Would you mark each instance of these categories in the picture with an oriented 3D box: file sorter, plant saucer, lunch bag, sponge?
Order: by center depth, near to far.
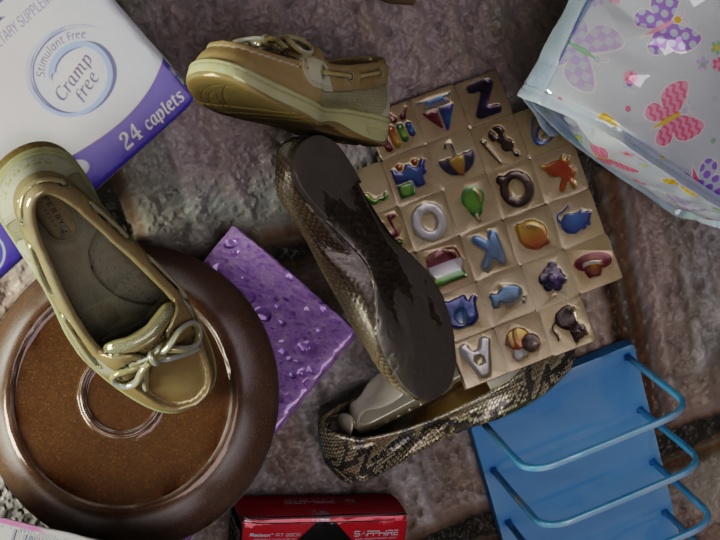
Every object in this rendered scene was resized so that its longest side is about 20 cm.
[{"bbox_3d":[-0.153,0.081,0.971,0.199,0.032,0.202,0,83,2],"label":"plant saucer"},{"bbox_3d":[0.213,-0.142,0.998,0.199,0.127,0.170,27,89,-31],"label":"lunch bag"},{"bbox_3d":[-0.105,0.082,0.999,0.111,0.030,0.200,39,87,5],"label":"sponge"},{"bbox_3d":[0.180,0.181,1.095,0.138,0.123,0.201,-21,110,-10],"label":"file sorter"}]

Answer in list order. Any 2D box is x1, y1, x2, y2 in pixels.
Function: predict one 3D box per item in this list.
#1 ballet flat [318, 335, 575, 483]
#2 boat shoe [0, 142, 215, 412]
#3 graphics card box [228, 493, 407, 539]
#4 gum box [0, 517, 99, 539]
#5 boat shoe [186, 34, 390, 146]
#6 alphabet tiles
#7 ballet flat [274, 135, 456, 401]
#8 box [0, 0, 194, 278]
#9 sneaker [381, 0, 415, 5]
[{"bbox_3d":[0.060,0.082,1.056,0.199,0.068,0.075,-26,135,-5],"label":"ballet flat"},{"bbox_3d":[-0.144,0.016,0.876,0.073,0.063,0.201,-32,122,-7],"label":"boat shoe"},{"bbox_3d":[-0.039,0.263,1.096,0.125,0.051,0.201,1,105,-16],"label":"graphics card box"},{"bbox_3d":[-0.191,0.201,0.936,0.199,0.114,0.067,12,73,7],"label":"gum box"},{"bbox_3d":[-0.038,-0.120,0.925,0.200,0.073,0.064,9,90,-59],"label":"boat shoe"},{"bbox_3d":[0.083,-0.029,1.029,0.166,0.006,0.201,-20,89,-9],"label":"alphabet tiles"},{"bbox_3d":[0.000,0.000,0.980,0.067,0.046,0.201,-45,112,-33],"label":"ballet flat"},{"bbox_3d":[-0.235,-0.123,0.896,0.184,0.105,0.200,-42,112,-1],"label":"box"},{"bbox_3d":[-0.001,-0.272,0.943,0.089,0.067,0.201,2,106,-8],"label":"sneaker"}]
